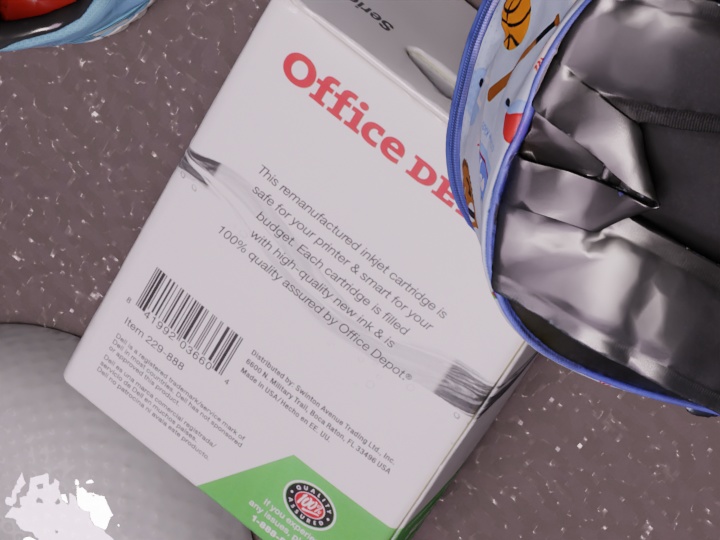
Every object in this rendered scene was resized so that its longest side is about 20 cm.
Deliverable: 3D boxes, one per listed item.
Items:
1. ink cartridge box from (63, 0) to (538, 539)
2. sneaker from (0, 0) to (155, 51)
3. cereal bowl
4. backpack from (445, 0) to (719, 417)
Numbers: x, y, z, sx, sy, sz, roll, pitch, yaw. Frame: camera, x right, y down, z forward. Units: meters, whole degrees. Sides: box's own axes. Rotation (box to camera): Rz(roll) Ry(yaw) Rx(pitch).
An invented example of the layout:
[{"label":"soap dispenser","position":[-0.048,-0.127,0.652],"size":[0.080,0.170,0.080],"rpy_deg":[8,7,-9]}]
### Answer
[{"label":"ink cartridge box","position":[0.000,0.000,1.081],"size":[0.146,0.084,0.200],"rpy_deg":[39,124,8]},{"label":"sneaker","position":[-0.077,-0.134,1.060],"size":[0.200,0.090,0.079],"rpy_deg":[-38,91,34]},{"label":"cereal bowl","position":[-0.147,0.127,1.221],"size":[0.199,0.083,0.201],"rpy_deg":[11,115,24]},{"label":"backpack","position":[0.125,-0.044,0.909],"size":[0.189,0.154,0.201],"rpy_deg":[11,112,-23]}]
